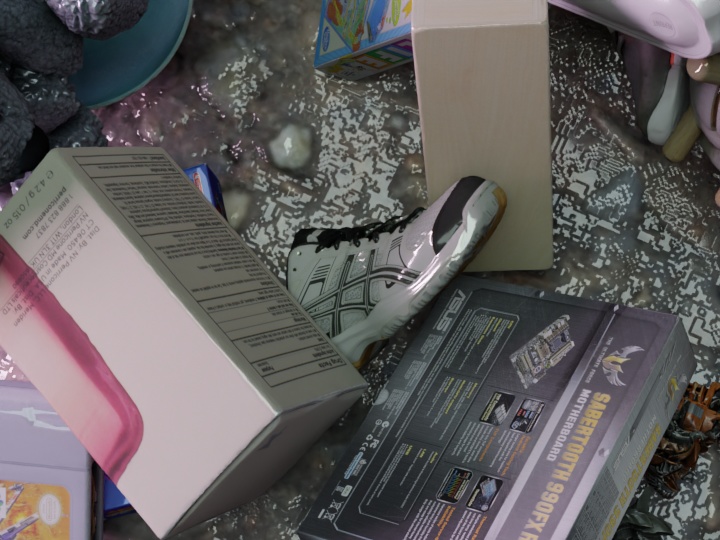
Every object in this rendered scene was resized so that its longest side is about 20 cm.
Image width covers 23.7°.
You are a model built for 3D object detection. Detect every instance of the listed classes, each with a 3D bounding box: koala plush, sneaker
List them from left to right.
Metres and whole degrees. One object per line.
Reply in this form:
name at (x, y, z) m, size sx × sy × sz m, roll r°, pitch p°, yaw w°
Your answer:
koala plush at (-0.239, -0.094, 0.974) m, size 0.183 × 0.200 × 0.178 m, roll 17°, pitch 124°, yaw -4°
sneaker at (0.000, 0.000, 1.020) m, size 0.088 × 0.076 × 0.200 m, roll 49°, pitch 121°, yaw 4°
sneaker at (0.173, -0.169, 1.088) m, size 0.081 × 0.077 × 0.201 m, roll -3°, pitch 67°, yaw 15°

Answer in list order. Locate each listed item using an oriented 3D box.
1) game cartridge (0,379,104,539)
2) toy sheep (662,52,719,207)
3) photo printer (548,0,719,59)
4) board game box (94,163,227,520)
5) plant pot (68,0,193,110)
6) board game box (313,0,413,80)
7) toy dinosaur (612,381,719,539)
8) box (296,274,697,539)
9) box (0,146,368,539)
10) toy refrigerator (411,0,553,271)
game cartridge at (-0.222, 0.165, 1.038) m, size 0.132 × 0.042 × 0.201 m, roll 3°, pitch 103°, yaw 4°
toy sheep at (0.253, -0.101, 1.008) m, size 0.137 × 0.199 × 0.139 m, roll -1°, pitch 88°, yaw 42°
photo printer at (0.188, -0.204, 0.974) m, size 0.166 × 0.070 × 0.200 m, roll -42°, pitch 40°, yaw -14°
board game box at (-0.137, 0.047, 1.085) m, size 0.134 × 0.045 × 0.201 m, roll -13°, pitch 77°, yaw 4°
plant pot at (-0.194, -0.221, 1.089) m, size 0.199 × 0.201 × 0.135 m, roll -1°, pitch 38°, yaw 6°
board game box at (0.030, -0.231, 1.083) m, size 0.034 × 0.134 × 0.201 m, roll 13°, pitch 78°, yaw -31°
toy dinosaur at (0.147, 0.109, 1.032) m, size 0.199 × 0.102 × 0.136 m, roll -11°, pitch 61°, yaw 24°
box at (0.080, 0.100, 0.976) m, size 0.158 × 0.048 × 0.200 m, roll 11°, pitch 55°, yaw 34°
box at (-0.114, 0.036, 0.983) m, size 0.109 × 0.128 × 0.200 m, roll -46°, pitch 76°, yaw 19°
toy refrigerator at (0.075, -0.091, 1.010) m, size 0.075 × 0.201 × 0.070 m, roll -2°, pitch 49°, yaw 7°
